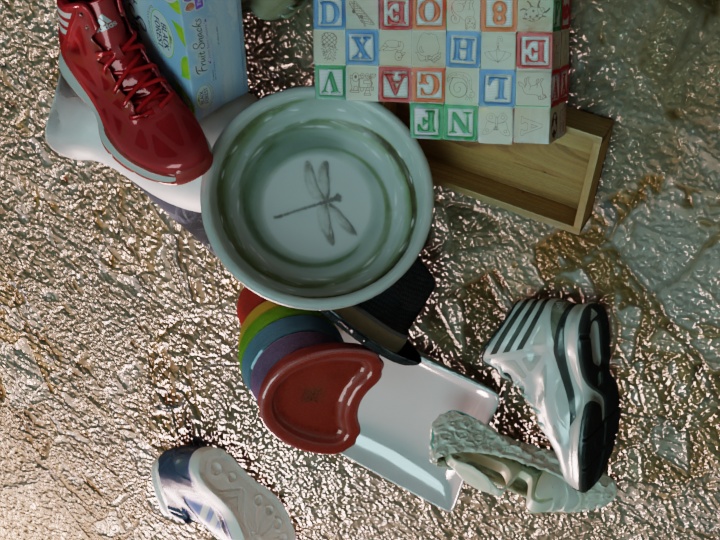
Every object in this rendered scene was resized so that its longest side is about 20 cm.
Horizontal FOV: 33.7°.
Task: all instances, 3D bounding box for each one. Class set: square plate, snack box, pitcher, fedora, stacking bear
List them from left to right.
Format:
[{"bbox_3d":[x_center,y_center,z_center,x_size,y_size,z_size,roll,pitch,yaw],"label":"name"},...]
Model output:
[{"bbox_3d":[-0.185,-0.253,1.025,0.200,0.068,0.169,41,152,27],"label":"snack box"},{"bbox_3d":[-0.174,-0.122,1.131,0.200,0.172,0.121,13,90,6],"label":"pitcher"},{"bbox_3d":[-0.070,0.073,1.190,0.114,0.200,0.122,8,116,-24],"label":"stacking bear"},{"bbox_3d":[0.000,0.000,1.121,0.201,0.201,0.092,39,96,2],"label":"fedora"},{"bbox_3d":[0.039,0.147,1.270,0.198,0.028,0.200,27,133,13],"label":"square plate"}]

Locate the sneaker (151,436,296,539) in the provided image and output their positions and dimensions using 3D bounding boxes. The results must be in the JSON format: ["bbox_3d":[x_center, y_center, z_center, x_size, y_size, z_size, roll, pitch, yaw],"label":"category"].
[{"bbox_3d":[-0.181,0.301,1.496,0.146,0.081,0.200,-16,116,48],"label":"sneaker"}]

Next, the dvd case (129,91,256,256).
[{"bbox_3d":[-0.150,-0.110,1.209,0.149,0.016,0.200,42,134,0],"label":"dvd case"}]

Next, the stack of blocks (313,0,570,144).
[{"bbox_3d":[0.064,-0.167,0.963,0.200,0.059,0.115,6,106,21],"label":"stack of blocks"}]

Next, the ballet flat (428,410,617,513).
[{"bbox_3d":[0.157,0.207,1.189,0.200,0.072,0.072,22,132,2],"label":"ballet flat"}]

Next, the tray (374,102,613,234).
[{"bbox_3d":[0.110,-0.111,1.029,0.200,0.037,0.099,22,131,19],"label":"tray"}]

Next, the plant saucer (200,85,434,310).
[{"bbox_3d":[-0.038,-0.059,1.032,0.200,0.200,0.050,35,166,6],"label":"plant saucer"}]

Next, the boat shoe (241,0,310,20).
[{"bbox_3d":[-0.069,-0.254,1.017,0.200,0.075,0.068,6,127,42],"label":"boat shoe"}]

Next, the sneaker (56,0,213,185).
[{"bbox_3d":[-0.200,-0.164,0.992,0.200,0.078,0.116,42,157,23],"label":"sneaker"}]

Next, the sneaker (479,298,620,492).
[{"bbox_3d":[0.179,0.112,1.137,0.115,0.076,0.201,11,120,36],"label":"sneaker"}]
